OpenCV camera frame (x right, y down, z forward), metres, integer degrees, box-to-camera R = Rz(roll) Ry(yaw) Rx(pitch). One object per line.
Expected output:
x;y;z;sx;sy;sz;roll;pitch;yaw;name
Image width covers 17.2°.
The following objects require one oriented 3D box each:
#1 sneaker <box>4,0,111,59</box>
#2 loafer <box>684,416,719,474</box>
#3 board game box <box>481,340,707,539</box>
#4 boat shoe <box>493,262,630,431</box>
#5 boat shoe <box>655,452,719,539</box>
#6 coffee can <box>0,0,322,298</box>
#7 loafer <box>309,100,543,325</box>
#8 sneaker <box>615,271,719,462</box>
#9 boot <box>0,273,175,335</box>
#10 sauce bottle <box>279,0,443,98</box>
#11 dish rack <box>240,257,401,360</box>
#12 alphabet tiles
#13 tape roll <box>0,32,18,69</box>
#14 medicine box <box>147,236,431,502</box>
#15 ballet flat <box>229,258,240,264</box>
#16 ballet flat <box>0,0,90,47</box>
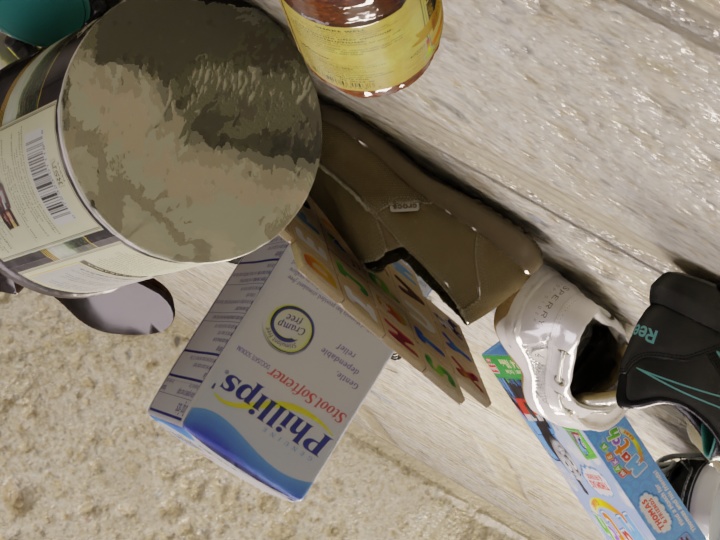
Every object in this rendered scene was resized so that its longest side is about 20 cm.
-0.134;-0.115;1.486;0.200;0.078;0.085;42;-178;1;sneaker
0.246;0.105;1.367;0.068;0.076;0.200;35;177;37;loafer
0.172;0.134;1.716;0.200;0.037;0.151;55;170;-5;board game box
0.143;0.063;1.500;0.069;0.071;0.200;29;172;29;boat shoe
0.246;0.172;1.814;0.068;0.074;0.199;15;179;11;boat shoe
-0.127;-0.065;1.311;0.146;0.147;0.200;34;161;-19;coffee can
0.009;-0.037;1.390;0.200;0.068;0.076;31;173;6;loafer
0.225;0.080;1.245;0.200;0.079;0.075;30;173;1;sneaker
-0.176;-0.047;1.788;0.186;0.200;0.064;18;134;21;boot
-0.003;-0.118;0.898;0.066;0.066;0.200;30;174;8;sauce bottle
-0.012;0.021;1.937;0.153;0.055;0.200;31;173;7;dish rack
0.000;0.000;1.413;0.200;0.006;0.167;40;-166;-24;alphabet tiles
-0.219;-0.110;1.562;0.202;0.071;0.202;41;-168;-11;tape roll
-0.049;0.049;1.686;0.103;0.200;0.182;33;173;-10;medicine box
-0.137;-0.057;2.018;0.200;0.057;0.066;29;147;-24;ballet flat
-0.217;-0.195;1.329;0.072;0.072;0.200;27;173;32;ballet flat
